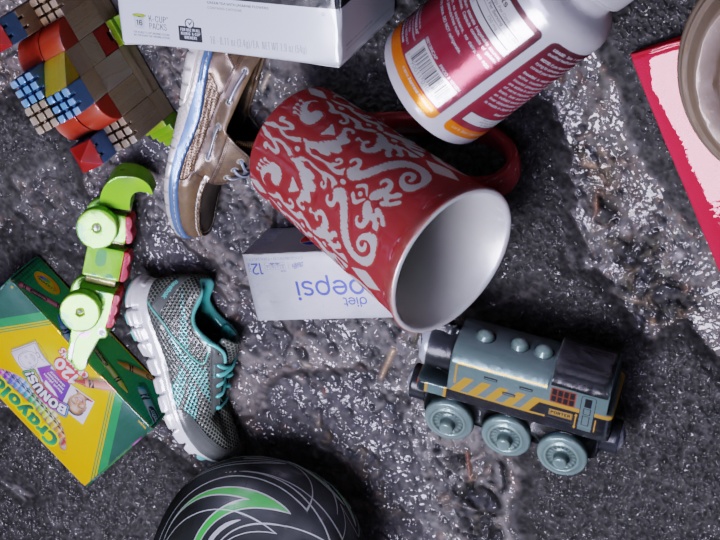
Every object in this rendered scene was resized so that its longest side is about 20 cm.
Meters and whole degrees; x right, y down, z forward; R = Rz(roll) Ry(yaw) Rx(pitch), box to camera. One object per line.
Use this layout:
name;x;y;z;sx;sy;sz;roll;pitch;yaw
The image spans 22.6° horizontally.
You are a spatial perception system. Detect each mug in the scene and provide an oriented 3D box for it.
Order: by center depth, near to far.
mug;0.024;-0.062;1.503;0.200;0.176;0.135;37;129;33

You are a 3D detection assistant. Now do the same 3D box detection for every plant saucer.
plant saucer;0.341;-0.151;1.381;0.198;0.030;0.202;6;114;14

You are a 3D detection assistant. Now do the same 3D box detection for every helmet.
helmet;-0.095;0.270;1.700;0.199;0.200;0.191;39;90;0

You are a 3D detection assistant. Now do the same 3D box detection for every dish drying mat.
dish drying mat;0.288;-0.095;1.450;0.076;0.018;0.201;-16;108;30

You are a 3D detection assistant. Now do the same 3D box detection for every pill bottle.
pill bottle;0.122;-0.195;1.412;0.199;0.113;0.113;-35;99;33

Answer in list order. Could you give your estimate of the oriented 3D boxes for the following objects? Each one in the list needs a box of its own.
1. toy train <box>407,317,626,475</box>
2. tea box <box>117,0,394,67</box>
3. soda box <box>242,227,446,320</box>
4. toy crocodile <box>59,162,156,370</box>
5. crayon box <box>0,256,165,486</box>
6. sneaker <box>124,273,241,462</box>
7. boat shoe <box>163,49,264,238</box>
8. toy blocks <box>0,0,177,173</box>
toy train;0.138;0.101;1.567;0.198;0.085;0.115;16;132;12
tea box;-0.086;-0.285;1.442;0.198;0.134;0.199;7;118;20
soda box;0.000;0.000;1.595;0.198;0.063;0.069;-3;113;24
toy crocodile;-0.237;-0.004;1.676;0.061;0.068;0.202;13;103;-2
crayon box;-0.294;0.100;1.775;0.200;0.058;0.119;47;123;-5
sneaker;-0.149;0.091;1.702;0.090;0.078;0.202;-14;111;24
boat shoe;-0.125;-0.112;1.585;0.072;0.072;0.202;17;121;13
toy blocks;-0.247;-0.170;1.569;0.099;0.137;0.201;-22;106;30
